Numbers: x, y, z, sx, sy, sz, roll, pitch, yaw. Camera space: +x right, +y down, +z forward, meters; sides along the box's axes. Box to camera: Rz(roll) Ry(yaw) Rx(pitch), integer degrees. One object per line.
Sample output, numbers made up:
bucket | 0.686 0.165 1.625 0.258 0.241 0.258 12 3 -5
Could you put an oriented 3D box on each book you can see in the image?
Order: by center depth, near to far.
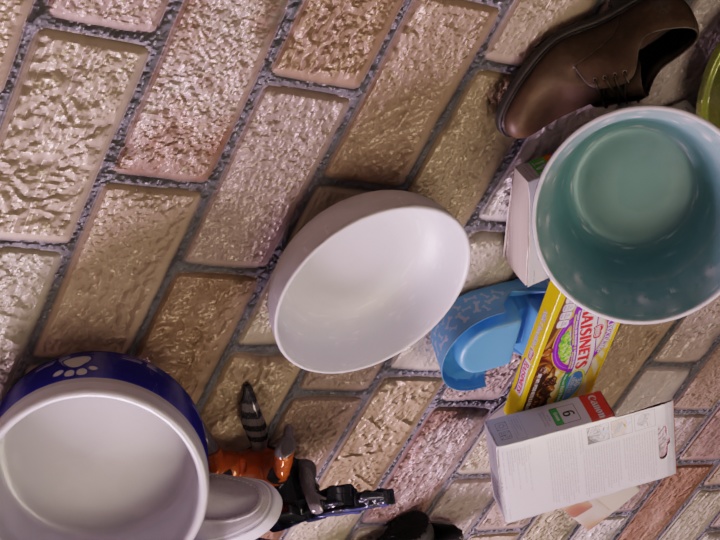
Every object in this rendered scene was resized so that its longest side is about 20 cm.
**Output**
book | 0.241 -0.078 1.369 0.199 0.048 0.134 -21 139 -18

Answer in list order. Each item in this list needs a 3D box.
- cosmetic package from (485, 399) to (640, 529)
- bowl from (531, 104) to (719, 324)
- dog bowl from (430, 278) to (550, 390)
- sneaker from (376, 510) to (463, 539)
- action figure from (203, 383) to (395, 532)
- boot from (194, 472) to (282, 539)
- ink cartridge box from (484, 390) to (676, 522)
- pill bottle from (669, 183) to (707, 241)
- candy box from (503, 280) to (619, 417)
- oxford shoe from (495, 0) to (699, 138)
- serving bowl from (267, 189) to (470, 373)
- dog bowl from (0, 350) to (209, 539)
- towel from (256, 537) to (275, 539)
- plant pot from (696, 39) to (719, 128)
cosmetic package | 0.240 0.218 1.630 0.087 0.104 0.200 -39 139 6
bowl | 0.253 -0.064 1.257 0.199 0.105 0.203 2 112 5
dog bowl | 0.162 0.059 1.453 0.198 0.050 0.112 -13 137 -22
sneaker | 0.039 0.359 1.671 0.199 0.060 0.105 -31 137 -8
action figure | -0.069 0.200 1.404 0.198 0.105 0.194 -10 147 11
boot | -0.180 0.214 1.310 0.198 0.074 0.096 -8 142 19
ink cartridge box | 0.238 0.192 1.491 0.198 0.050 0.110 -15 123 -7
pill bottle | 0.373 -0.053 1.385 0.199 0.112 0.112 -3 134 -49
candy box | 0.220 0.076 1.451 0.101 0.026 0.201 -13 137 -27
oxford shoe | 0.208 -0.175 1.216 0.199 0.085 0.073 -36 143 6
serving bowl | 0.000 0.000 1.267 0.199 0.066 0.201 -19 140 -17
dog bowl | -0.232 0.175 1.215 0.198 0.079 0.202 -2 114 -6
towel | -0.159 0.282 1.368 0.199 0.146 0.024 7 84 -48
plant pot | 0.452 -0.153 1.302 0.199 0.184 0.202 -24 138 -23
